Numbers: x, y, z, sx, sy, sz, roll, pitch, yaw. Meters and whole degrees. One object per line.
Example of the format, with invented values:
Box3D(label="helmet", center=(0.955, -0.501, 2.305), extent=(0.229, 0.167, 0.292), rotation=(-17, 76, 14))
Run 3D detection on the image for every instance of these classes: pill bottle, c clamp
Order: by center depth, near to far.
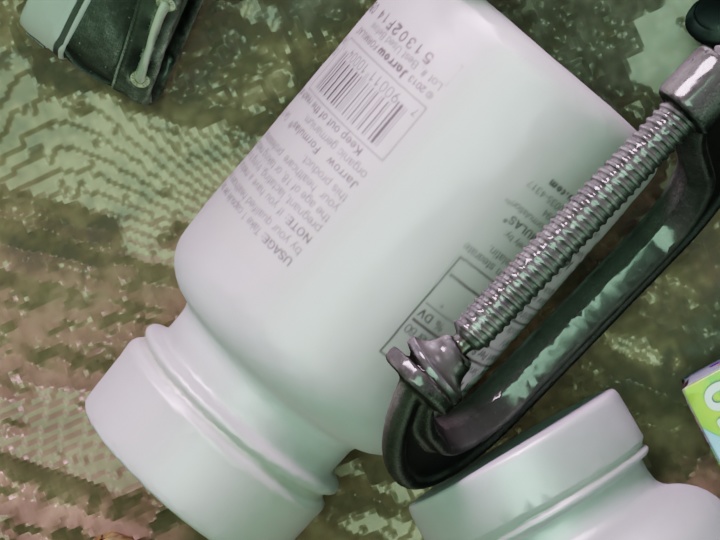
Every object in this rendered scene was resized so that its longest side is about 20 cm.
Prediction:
Box3D(label="c clamp", center=(0.070, -0.009, 0.799), extent=(0.027, 0.171, 0.200), rotation=(43, 93, 18))
Box3D(label="pill bottle", center=(0.101, 0.148, 0.856), extent=(0.112, 0.112, 0.201), rotation=(-30, 87, 7))
Box3D(label="pill bottle", center=(0.000, 0.000, 0.864), extent=(0.114, 0.114, 0.200), rotation=(41, 96, 4))

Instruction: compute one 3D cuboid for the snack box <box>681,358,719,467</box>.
Box3D(label="snack box", center=(0.233, 0.056, 0.866), extent=(0.199, 0.053, 0.143), rotation=(-28, 87, 8))

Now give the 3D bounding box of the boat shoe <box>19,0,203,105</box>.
Box3D(label="boat shoe", center=(-0.050, -0.144, 0.868), extent=(0.064, 0.071, 0.200), rotation=(35, 126, 1))

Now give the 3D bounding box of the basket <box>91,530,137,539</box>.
Box3D(label="basket", center=(-0.055, 0.201, 0.860), extent=(0.199, 0.149, 0.143), rotation=(28, 95, 5))

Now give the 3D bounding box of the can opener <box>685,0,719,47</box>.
Box3D(label="can opener", center=(0.214, -0.080, 0.870), extent=(0.199, 0.079, 0.064), rotation=(-7, 130, 11))
